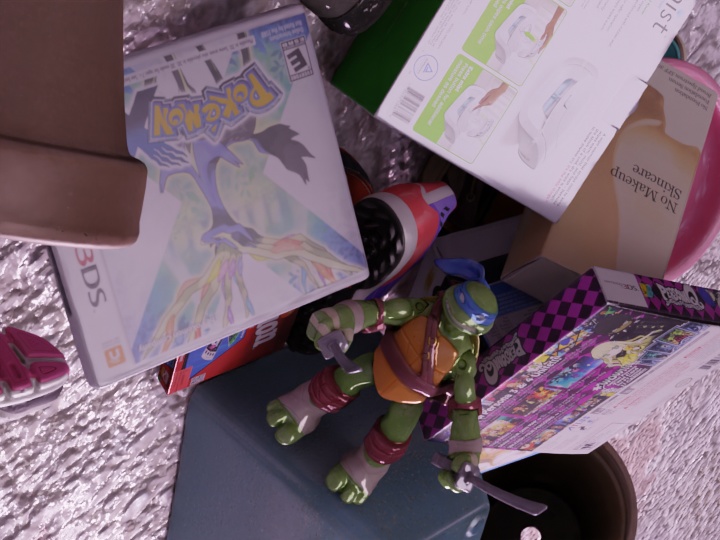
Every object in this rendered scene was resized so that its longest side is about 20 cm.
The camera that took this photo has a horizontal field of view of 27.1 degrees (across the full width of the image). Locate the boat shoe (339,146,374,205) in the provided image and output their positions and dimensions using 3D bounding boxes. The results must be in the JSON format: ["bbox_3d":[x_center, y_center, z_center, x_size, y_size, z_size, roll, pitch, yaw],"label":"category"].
[{"bbox_3d":[-0.045,-0.055,1.048,0.200,0.062,0.071,11,110,-57],"label":"boat shoe"}]

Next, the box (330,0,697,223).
[{"bbox_3d":[0.111,-0.165,1.048,0.176,0.097,0.201,26,100,-29],"label":"box"}]

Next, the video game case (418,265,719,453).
[{"bbox_3d":[0.168,0.073,1.096,0.181,0.036,0.200,8,143,-38],"label":"video game case"}]

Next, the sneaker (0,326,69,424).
[{"bbox_3d":[-0.268,0.097,0.892,0.199,0.074,0.088,-21,136,-35],"label":"sneaker"}]

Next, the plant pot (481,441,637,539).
[{"bbox_3d":[0.181,0.266,1.559,0.200,0.200,0.174,-46,163,-12],"label":"plant pot"}]

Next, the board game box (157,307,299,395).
[{"bbox_3d":[-0.080,0.014,1.038,0.103,0.019,0.200,-22,155,-28],"label":"board game box"}]

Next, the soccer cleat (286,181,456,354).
[{"bbox_3d":[0.000,0.000,1.090,0.073,0.068,0.200,-25,166,-38],"label":"soccer cleat"}]

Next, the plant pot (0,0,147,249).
[{"bbox_3d":[-0.186,-0.114,0.713,0.200,0.199,0.176,8,96,-55],"label":"plant pot"}]

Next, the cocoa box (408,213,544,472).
[{"bbox_3d":[0.118,0.065,1.240,0.133,0.132,0.200,-16,151,-22],"label":"cocoa box"}]

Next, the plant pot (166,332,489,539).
[{"bbox_3d":[-0.013,0.192,1.197,0.195,0.200,0.197,-21,135,-41],"label":"plant pot"}]

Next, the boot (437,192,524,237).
[{"bbox_3d":[0.135,-0.021,1.322,0.144,0.071,0.202,-40,141,-11],"label":"boot"}]

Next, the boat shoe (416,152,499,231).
[{"bbox_3d":[0.126,-0.121,1.199,0.200,0.072,0.072,-55,149,1],"label":"boat shoe"}]

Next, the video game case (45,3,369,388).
[{"bbox_3d":[-0.100,-0.048,0.912,0.199,0.022,0.183,-22,107,-27],"label":"video game case"}]

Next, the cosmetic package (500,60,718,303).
[{"bbox_3d":[0.192,-0.065,1.143,0.071,0.105,0.201,-37,-150,64],"label":"cosmetic package"}]

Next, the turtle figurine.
[{"bbox_3d":[0.012,0.095,1.018,0.143,0.201,0.194,20,138,-24],"label":"turtle figurine"}]

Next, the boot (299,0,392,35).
[{"bbox_3d":[0.007,-0.252,0.930,0.201,0.068,0.131,-56,143,0],"label":"boot"}]

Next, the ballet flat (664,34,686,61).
[{"bbox_3d":[0.245,-0.134,1.366,0.069,0.069,0.201,-12,131,-47],"label":"ballet flat"}]

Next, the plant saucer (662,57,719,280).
[{"bbox_3d":[0.238,-0.084,1.282,0.200,0.051,0.202,-11,110,-32],"label":"plant saucer"}]
